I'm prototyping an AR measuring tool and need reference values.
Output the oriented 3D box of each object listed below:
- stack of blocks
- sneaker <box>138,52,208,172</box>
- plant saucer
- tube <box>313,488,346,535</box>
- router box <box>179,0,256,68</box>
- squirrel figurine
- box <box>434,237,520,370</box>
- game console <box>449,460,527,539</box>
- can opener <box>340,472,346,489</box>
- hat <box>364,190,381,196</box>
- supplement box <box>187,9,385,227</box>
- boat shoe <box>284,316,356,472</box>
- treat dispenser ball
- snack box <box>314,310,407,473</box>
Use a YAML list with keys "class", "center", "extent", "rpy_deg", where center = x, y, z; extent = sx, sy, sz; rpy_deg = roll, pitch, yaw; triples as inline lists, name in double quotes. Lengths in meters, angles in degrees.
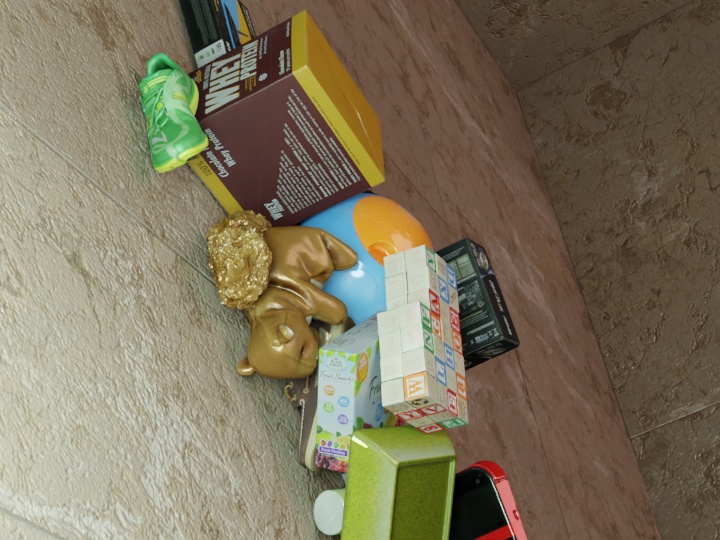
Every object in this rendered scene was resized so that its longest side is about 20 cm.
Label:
- class: "stack of blocks"
  center: [0.071, 0.077, 1.612]
  extent: [0.115, 0.058, 0.202]
  rpy_deg: [38, 43, -53]
- class: "sneaker"
  center: [-0.228, -0.183, 1.586]
  extent: [0.084, 0.074, 0.201]
  rpy_deg: [55, 10, -36]
- class: "plant saucer"
  center: [0.053, 0.285, 1.597]
  extent: [0.199, 0.047, 0.203]
  rpy_deg: [5, 92, -56]
- class: "tube"
  center: [0.025, 0.286, 1.639]
  extent: [0.199, 0.058, 0.052]
  rpy_deg: [6, 36, -50]
- class: "router box"
  center: [-0.184, -0.307, 1.908]
  extent: [0.149, 0.051, 0.202]
  rpy_deg: [35, 34, -62]
- class: "squirrel figurine"
  center: [-0.111, 0.032, 1.588]
  extent: [0.200, 0.141, 0.188]
  rpy_deg: [40, 37, -25]
- class: "box"
  center: [0.112, 0.071, 2.030]
  extent: [0.086, 0.199, 0.165]
  rpy_deg: [22, 44, -63]
- class: "game console"
  center: [0.125, 0.347, 1.706]
  extent: [0.031, 0.199, 0.178]
  rpy_deg: [-2, 66, -49]
- class: "can opener"
  center: [-0.013, 0.230, 1.688]
  extent: [0.202, 0.053, 0.067]
  rpy_deg: [65, 16, 2]
- class: "hat"
  center: [-0.029, -0.073, 1.968]
  extent: [0.199, 0.081, 0.201]
  rpy_deg: [28, 23, -13]
- class: "supplement box"
  center: [-0.104, -0.177, 1.721]
  extent: [0.198, 0.198, 0.134]
  rpy_deg: [53, 21, -35]
- class: "boat shoe"
  center: [-0.056, 0.147, 1.654]
  extent: [0.072, 0.071, 0.202]
  rpy_deg: [57, 38, -55]
- class: "treat dispenser ball"
  center: [0.000, 0.000, 1.791]
  extent: [0.202, 0.199, 0.202]
  rpy_deg: [55, 20, -30]
- class: "snack box"
  center: [0.007, 0.139, 1.625]
  extent: [0.200, 0.052, 0.144]
  rpy_deg: [-29, 122, -66]
